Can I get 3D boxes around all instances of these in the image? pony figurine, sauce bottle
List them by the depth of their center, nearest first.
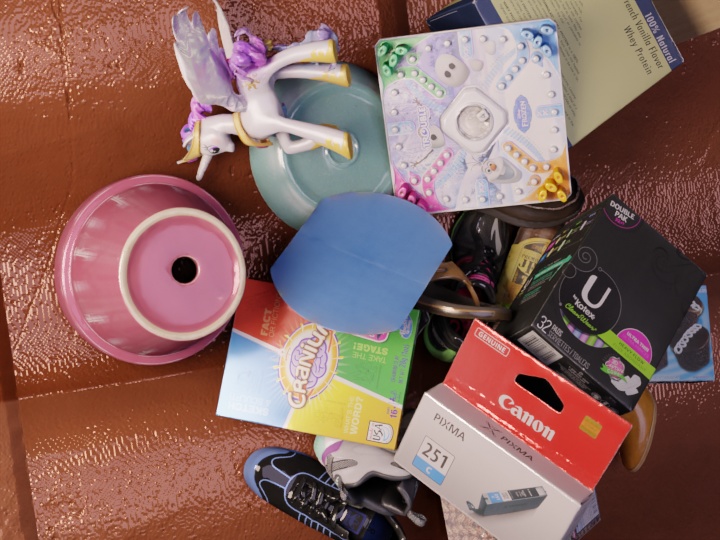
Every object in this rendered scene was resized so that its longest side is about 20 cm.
[{"bbox_3d":[-0.113,-0.194,1.375,0.198,0.167,0.195,-4,110,14],"label":"pony figurine"},{"bbox_3d":[0.204,-0.012,1.563,0.064,0.065,0.202,23,82,-21],"label":"sauce bottle"}]

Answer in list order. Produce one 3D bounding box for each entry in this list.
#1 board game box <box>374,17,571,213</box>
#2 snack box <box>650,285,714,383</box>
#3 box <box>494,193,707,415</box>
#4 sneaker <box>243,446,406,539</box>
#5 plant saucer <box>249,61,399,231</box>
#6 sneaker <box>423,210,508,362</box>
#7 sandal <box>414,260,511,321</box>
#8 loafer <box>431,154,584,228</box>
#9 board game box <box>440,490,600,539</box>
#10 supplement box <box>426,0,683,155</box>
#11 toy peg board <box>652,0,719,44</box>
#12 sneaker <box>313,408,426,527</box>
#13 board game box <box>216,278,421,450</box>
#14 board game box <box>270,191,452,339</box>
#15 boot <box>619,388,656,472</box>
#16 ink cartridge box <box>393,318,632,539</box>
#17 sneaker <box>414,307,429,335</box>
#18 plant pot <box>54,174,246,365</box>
[{"bbox_3d":[0.124,-0.162,1.444,0.198,0.026,0.202,-5,108,9],"label":"board game box"},{"bbox_3d":[0.325,0.076,1.569,0.198,0.037,0.118,1,80,-21],"label":"snack box"},{"bbox_3d":[0.257,0.048,1.454,0.148,0.124,0.201,40,62,-6],"label":"box"},{"bbox_3d":[-0.034,0.258,1.467,0.199,0.078,0.071,29,83,-20],"label":"sneaker"},{"bbox_3d":[-0.026,-0.136,1.482,0.198,0.036,0.202,0,91,-22],"label":"plant saucer"},{"bbox_3d":[0.136,0.010,1.520,0.076,0.084,0.202,21,75,-20],"label":"sneaker"},{"bbox_3d":[0.078,0.009,1.451,0.081,0.199,0.055,0,110,-51],"label":"sandal"},{"bbox_3d":[0.162,-0.102,1.504,0.198,0.072,0.074,8,51,-4],"label":"loafer"},{"bbox_3d":[0.180,0.239,1.492,0.199,0.096,0.161,-19,100,-56],"label":"board game box"},{"bbox_3d":[0.223,-0.266,1.524,0.199,0.134,0.201,-36,104,-16],"label":"supplement box"},{"bbox_3d":[0.389,-0.392,1.564,0.098,0.199,0.200,-44,106,-30],"label":"toy peg board"},{"bbox_3d":[0.057,0.225,1.464,0.198,0.140,0.078,-5,130,-21],"label":"sneaker"},{"bbox_3d":[-0.044,0.101,1.428,0.198,0.040,0.155,10,84,6],"label":"board game box"},{"bbox_3d":[0.000,0.000,1.413,0.157,0.039,0.201,21,51,17],"label":"board game box"},{"bbox_3d":[0.285,0.137,1.604,0.142,0.071,0.204,8,83,-17],"label":"boot"},{"bbox_3d":[0.151,0.178,1.351,0.045,0.199,0.177,-21,140,-57],"label":"ink cartridge box"},{"bbox_3d":[-0.002,0.094,1.476,0.074,0.080,0.200,46,78,-19],"label":"sneaker"},{"bbox_3d":[-0.201,0.001,1.339,0.198,0.179,0.202,-1,92,-21],"label":"plant pot"}]
